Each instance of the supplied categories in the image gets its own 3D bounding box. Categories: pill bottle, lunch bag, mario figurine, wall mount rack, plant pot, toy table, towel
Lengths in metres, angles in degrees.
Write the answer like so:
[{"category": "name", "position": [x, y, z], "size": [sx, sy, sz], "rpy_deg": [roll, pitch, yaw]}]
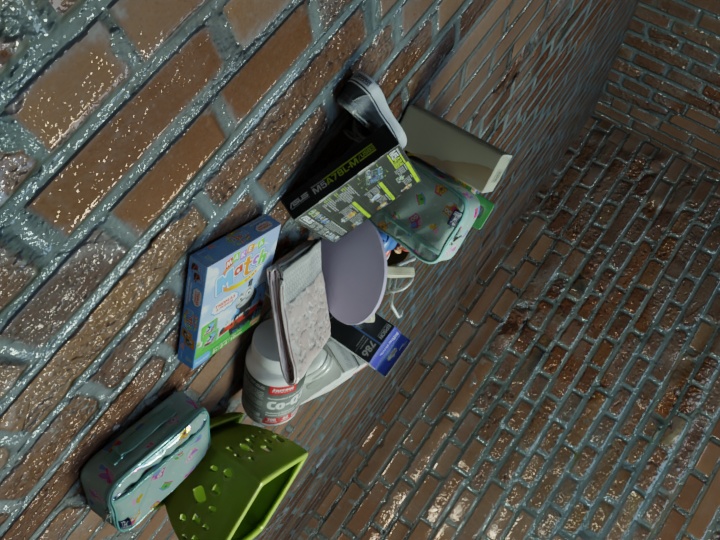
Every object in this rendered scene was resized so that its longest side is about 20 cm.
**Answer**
[{"category": "pill bottle", "position": [-0.156, 0.186, 1.157], "size": [0.114, 0.114, 0.200], "rpy_deg": [-43, 158, -40]}, {"category": "lunch bag", "position": [-0.316, 0.285, 0.948], "size": [0.200, 0.077, 0.160], "rpy_deg": [-42, 158, -40]}, {"category": "mario figurine", "position": [0.044, -0.075, 1.362], "size": [0.123, 0.106, 0.200], "rpy_deg": [-24, 176, 40]}, {"category": "wall mount rack", "position": [0.034, 0.024, 1.308], "size": [0.075, 0.200, 0.174], "rpy_deg": [56, 36, -40]}, {"category": "plant pot", "position": [-0.244, 0.375, 1.135], "size": [0.200, 0.181, 0.199], "rpy_deg": [-60, 164, 8]}, {"category": "toy table", "position": [0.000, 0.000, 1.179], "size": [0.117, 0.184, 0.200], "rpy_deg": [15, 84, -73]}, {"category": "towel", "position": [-0.093, 0.060, 1.033], "size": [0.200, 0.032, 0.191], "rpy_deg": [-50, 136, -68]}, {"category": "lunch bag", "position": [0.116, -0.113, 1.203], "size": [0.077, 0.200, 0.160], "rpy_deg": [-10, 134, -57]}]

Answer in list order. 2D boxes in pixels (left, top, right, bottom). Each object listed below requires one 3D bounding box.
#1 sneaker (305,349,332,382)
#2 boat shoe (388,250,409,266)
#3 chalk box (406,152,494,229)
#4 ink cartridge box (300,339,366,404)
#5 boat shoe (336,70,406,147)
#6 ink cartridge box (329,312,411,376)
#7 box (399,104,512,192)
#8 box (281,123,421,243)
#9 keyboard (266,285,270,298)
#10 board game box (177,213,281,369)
[{"category": "sneaker", "position": [-0.158, 0.212, 1.293], "size": [0.200, 0.089, 0.075], "rpy_deg": [-38, -153, 6]}, {"category": "boat shoe", "position": [0.045, -0.009, 1.467], "size": [0.200, 0.074, 0.066], "rpy_deg": [-46, 176, -36]}, {"category": "chalk box", "position": [0.176, -0.161, 1.311], "size": [0.125, 0.200, 0.124], "rpy_deg": [-60, 163, 7]}, {"category": "ink cartridge box", "position": [-0.074, 0.219, 1.423], "size": [0.147, 0.083, 0.200], "rpy_deg": [-36, 169, 16]}, {"category": "boat shoe", "position": [0.016, -0.222, 0.972], "size": [0.068, 0.074, 0.199], "rpy_deg": [-51, 161, -2]}, {"category": "ink cartridge box", "position": [0.000, 0.128, 1.341], "size": [0.099, 0.200, 0.039], "rpy_deg": [-54, 167, -13]}, {"category": "box", "position": [0.169, -0.226, 1.173], "size": [0.078, 0.200, 0.095], "rpy_deg": [-63, 162, 19]}, {"category": "box", "position": [-0.006, -0.129, 1.008], "size": [0.193, 0.048, 0.200], "rpy_deg": [-37, 165, 8]}, {"category": "keyboard", "position": [-0.134, 0.039, 1.140], "size": [0.056, 0.011, 0.200], "rpy_deg": [-59, 164, -11]}, {"category": "board game box", "position": [-0.190, 0.031, 0.911], "size": [0.151, 0.037, 0.200], "rpy_deg": [-39, 154, -47]}]
